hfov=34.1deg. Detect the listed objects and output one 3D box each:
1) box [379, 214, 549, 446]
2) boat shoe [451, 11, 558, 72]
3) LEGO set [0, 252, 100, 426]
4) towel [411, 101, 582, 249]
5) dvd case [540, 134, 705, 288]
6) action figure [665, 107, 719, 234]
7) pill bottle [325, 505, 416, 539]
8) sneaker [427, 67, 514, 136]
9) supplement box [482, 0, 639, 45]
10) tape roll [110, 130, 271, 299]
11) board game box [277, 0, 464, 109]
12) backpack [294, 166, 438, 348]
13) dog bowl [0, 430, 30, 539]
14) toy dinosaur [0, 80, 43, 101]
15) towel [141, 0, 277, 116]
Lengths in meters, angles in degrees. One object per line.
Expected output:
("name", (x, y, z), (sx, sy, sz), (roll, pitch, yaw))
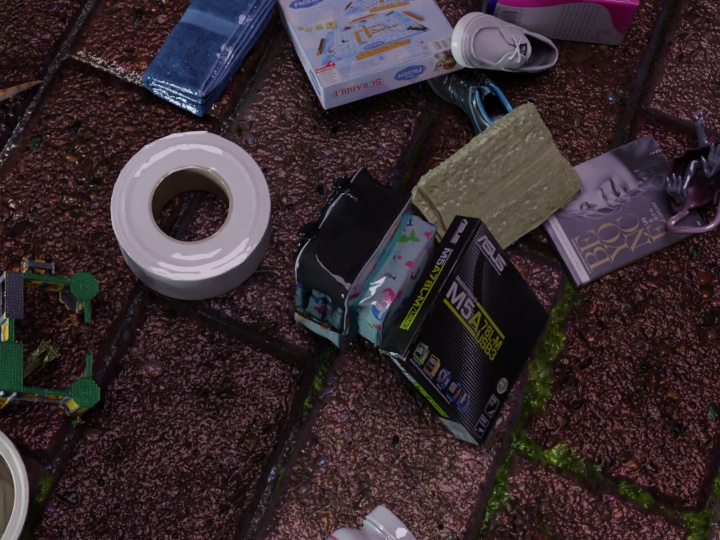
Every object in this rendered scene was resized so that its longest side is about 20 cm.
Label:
("box", (0.128, 0.073, 1.379), (0.047, 0.200, 0.194), (13, 63, 45))
("boat shoe", (0.191, -0.288, 1.524), (0.068, 0.199, 0.073), (15, 96, 36))
("LEGO set", (-0.389, 0.094, 1.396), (0.152, 0.116, 0.203), (0, 70, -35))
("towel", (0.171, -0.103, 1.482), (0.199, 0.036, 0.149), (-37, 107, -3))
("dvd case", (0.332, -0.080, 1.535), (0.198, 0.016, 0.150), (-23, 72, -11))
("action figure", (0.489, -0.134, 1.515), (0.199, 0.133, 0.151), (-16, 107, -45))
("pill bottle", (-0.024, 0.358, 1.295), (0.200, 0.109, 0.109), (-41, 76, -17))
("sneaker", (0.154, -0.240, 1.551), (0.073, 0.082, 0.201), (-34, 73, -13))
("supplement box", (0.272, -0.385, 1.604), (0.197, 0.101, 0.105), (7, 68, -1))
("tape roll", (-0.210, -0.070, 1.470), (0.199, 0.071, 0.205), (1, 69, -2))
("board game box", (0.012, -0.316, 1.560), (0.197, 0.041, 0.201), (-17, 51, -9))
("backpack", (0.000, 0.000, 1.388), (0.149, 0.200, 0.179), (31, 66, 5))
("dog bowl", (-0.465, 0.268, 1.323), (0.197, 0.074, 0.203), (1, 68, -3))
("toy dinosaur", (-0.522, -0.220, 1.515), (0.197, 0.061, 0.108), (4, 67, -2))
("towel", (-0.201, -0.309, 1.566), (0.110, 0.049, 0.202), (23, 70, 19))
